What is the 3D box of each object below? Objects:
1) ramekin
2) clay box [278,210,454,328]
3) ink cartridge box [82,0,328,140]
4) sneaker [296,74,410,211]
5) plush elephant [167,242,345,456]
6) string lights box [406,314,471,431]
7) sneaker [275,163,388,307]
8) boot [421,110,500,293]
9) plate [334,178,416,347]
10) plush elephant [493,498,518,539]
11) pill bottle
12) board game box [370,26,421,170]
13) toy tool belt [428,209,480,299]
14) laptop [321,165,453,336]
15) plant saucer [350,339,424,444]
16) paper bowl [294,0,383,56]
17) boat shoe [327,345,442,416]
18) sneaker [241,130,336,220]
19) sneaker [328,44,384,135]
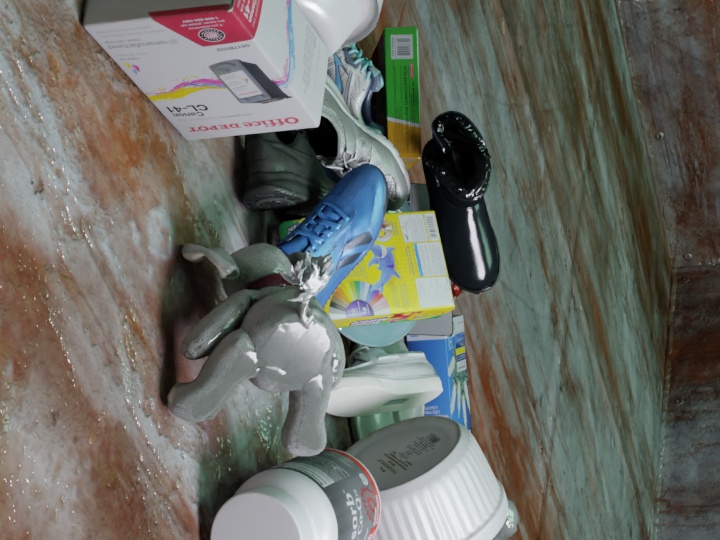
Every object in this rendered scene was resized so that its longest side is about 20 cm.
[{"bbox_3d":[0.056,0.248,1.680,0.106,0.198,0.200,68,25,-17],"label":"ramekin"},{"bbox_3d":[0.000,0.000,1.637,0.198,0.048,0.116,-4,75,-29],"label":"clay box"},{"bbox_3d":[-0.129,-0.201,1.315,0.200,0.146,0.087,51,41,-57],"label":"ink cartridge box"},{"bbox_3d":[-0.023,-0.129,1.668,0.200,0.074,0.083,45,36,-25],"label":"sneaker"},{"bbox_3d":[-0.093,0.044,1.394,0.202,0.163,0.155,-68,-152,18],"label":"plush elephant"},{"bbox_3d":[0.107,0.164,2.024,0.103,0.058,0.203,-8,93,-71],"label":"string lights box"},{"bbox_3d":[-0.042,-0.026,1.525,0.201,0.066,0.078,-55,152,-2],"label":"sneaker"},{"bbox_3d":[0.118,-0.075,1.750,0.168,0.075,0.203,102,-26,-86],"label":"boot"},{"bbox_3d":[0.017,-0.014,1.740,0.199,0.025,0.203,10,75,-41],"label":"plate"},{"bbox_3d":[0.095,0.365,1.816,0.154,0.199,0.167,23,48,-42],"label":"plush elephant"},{"bbox_3d":[-0.062,0.244,1.454,0.200,0.114,0.118,-8,94,-70],"label":"pill bottle"},{"bbox_3d":[0.041,-0.199,1.824,0.200,0.040,0.155,143,-55,-84],"label":"board game box"},{"bbox_3d":[0.079,-0.001,1.937,0.123,0.124,0.201,-54,143,-19],"label":"toy tool belt"},{"bbox_3d":[0.029,-0.026,1.777,0.116,0.197,0.190,144,-53,-72],"label":"laptop"},{"bbox_3d":[0.040,0.158,1.856,0.200,0.050,0.203,-4,90,-70],"label":"plant saucer"},{"bbox_3d":[-0.076,-0.266,1.400,0.201,0.198,0.106,49,47,-58],"label":"paper bowl"},{"bbox_3d":[0.018,0.121,1.737,0.198,0.072,0.069,-2,60,-43],"label":"boat shoe"},{"bbox_3d":[-0.066,-0.104,1.589,0.200,0.075,0.092,20,61,-71],"label":"sneaker"},{"bbox_3d":[-0.015,-0.233,1.729,0.078,0.085,0.203,-44,126,-65],"label":"sneaker"}]
